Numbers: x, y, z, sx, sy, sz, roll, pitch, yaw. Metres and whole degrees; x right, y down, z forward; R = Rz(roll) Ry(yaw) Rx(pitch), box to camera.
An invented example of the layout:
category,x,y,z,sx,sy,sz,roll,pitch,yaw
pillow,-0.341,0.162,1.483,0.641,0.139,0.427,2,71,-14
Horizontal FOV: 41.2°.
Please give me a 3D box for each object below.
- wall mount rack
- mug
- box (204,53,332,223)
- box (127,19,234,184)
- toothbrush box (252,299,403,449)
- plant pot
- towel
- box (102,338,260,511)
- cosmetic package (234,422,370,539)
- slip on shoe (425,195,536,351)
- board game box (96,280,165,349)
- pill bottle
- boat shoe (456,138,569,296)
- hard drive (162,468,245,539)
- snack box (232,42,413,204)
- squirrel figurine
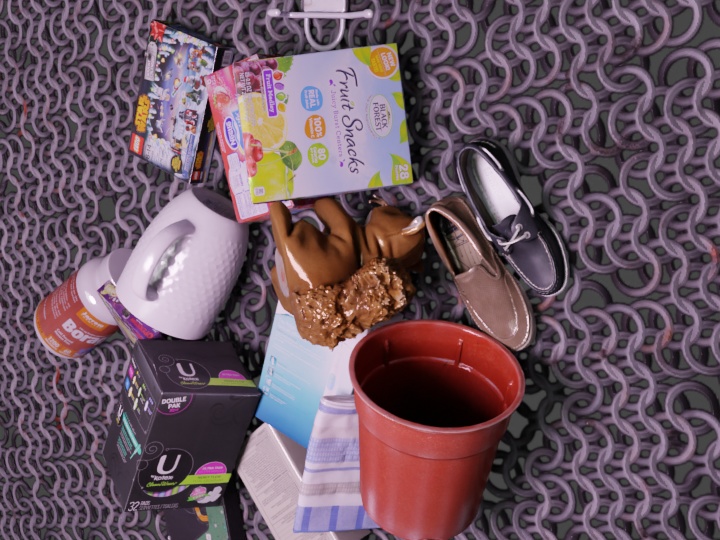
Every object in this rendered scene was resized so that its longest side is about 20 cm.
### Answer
category,x,y,z,sx,sy,sz,roll,pitch,yaw
wall mount rack,-0.036,-0.373,1.177,0.173,0.074,0.202,10,104,33
mug,-0.244,-0.015,1.306,0.147,0.200,0.176,35,106,12
box,-0.119,-0.172,1.255,0.099,0.095,0.202,-13,90,34
box,-0.261,-0.242,1.376,0.136,0.040,0.202,26,112,30
toothbrush box,-0.046,0.125,1.259,0.146,0.085,0.202,24,111,31
plant pot,0.079,0.195,1.117,0.200,0.200,0.197,24,127,29
towel,-0.003,0.248,1.223,0.024,0.146,0.202,-135,53,-58
box,-0.247,0.210,1.308,0.124,0.147,0.201,49,124,47
cosmetic package,-0.086,0.307,1.324,0.103,0.073,0.201,-40,75,33
slip on shoe,0.138,0.005,1.127,0.076,0.060,0.201,-27,82,34
board game box,-0.312,0.105,1.399,0.120,0.032,0.201,36,158,23
pill bottle,-0.409,0.049,1.481,0.199,0.112,0.113,-34,79,34
boat shoe,0.169,-0.057,1.096,0.075,0.060,0.201,-38,76,32
hard drive,-0.243,0.363,1.464,0.139,0.038,0.202,-9,92,35
snack box,-0.045,-0.175,1.158,0.198,0.068,0.170,-8,94,-4
squirrel figurine,0.000,0.000,1.147,0.142,0.185,0.201,92,160,-44
